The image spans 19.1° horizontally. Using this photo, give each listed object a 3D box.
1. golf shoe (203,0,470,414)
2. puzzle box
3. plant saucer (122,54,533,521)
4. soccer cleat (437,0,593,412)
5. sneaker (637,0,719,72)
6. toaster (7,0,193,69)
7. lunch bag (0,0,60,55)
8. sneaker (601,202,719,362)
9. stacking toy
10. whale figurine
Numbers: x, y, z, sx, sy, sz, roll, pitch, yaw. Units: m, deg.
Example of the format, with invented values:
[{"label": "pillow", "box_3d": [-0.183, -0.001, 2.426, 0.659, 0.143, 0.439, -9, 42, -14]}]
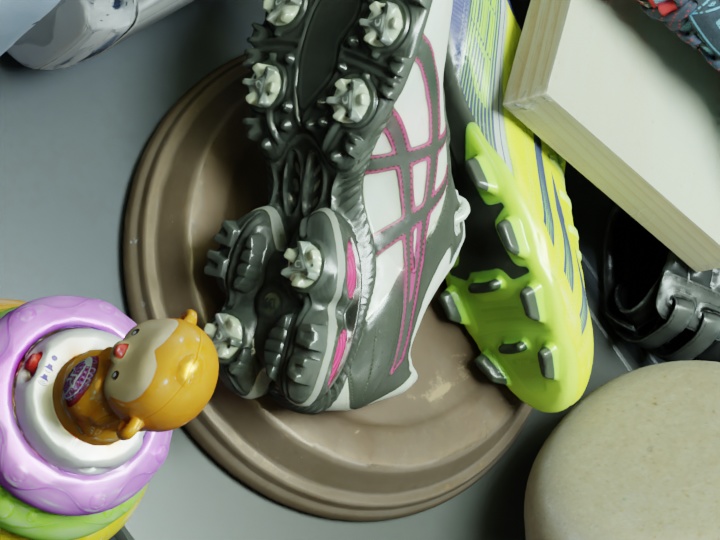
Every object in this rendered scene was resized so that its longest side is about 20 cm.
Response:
[{"label": "golf shoe", "box_3d": [0.001, -0.045, 0.802, 0.088, 0.077, 0.201, 11, 96, -48]}, {"label": "puzzle box", "box_3d": [0.130, -0.117, 0.887, 0.133, 0.025, 0.201, 36, 58, -33]}, {"label": "plant saucer", "box_3d": [0.000, 0.000, 0.863, 0.199, 0.029, 0.201, 8, 73, -28]}, {"label": "soccer cleat", "box_3d": [0.061, -0.044, 0.857, 0.083, 0.065, 0.201, -17, 85, -37]}, {"label": "sneaker", "box_3d": [0.131, -0.116, 0.833, 0.095, 0.079, 0.201, -23, 100, -22]}, {"label": "toaster", "box_3d": [-0.099, -0.165, 0.803, 0.129, 0.114, 0.200, -37, 100, -29]}, {"label": "lunch bag", "box_3d": [-0.196, -0.152, 0.707, 0.123, 0.170, 0.201, -14, 85, -34]}, {"label": "sneaker", "box_3d": [0.163, 0.043, 0.925, 0.099, 0.071, 0.201, -9, 75, -30]}, {"label": "stacking toy", "box_3d": [-0.099, 0.049, 0.687, 0.110, 0.200, 0.116, 37, 62, -17]}, {"label": "whale figurine", "box_3d": [0.161, 0.120, 0.840, 0.159, 0.199, 0.104, -50, 147, -33]}]
